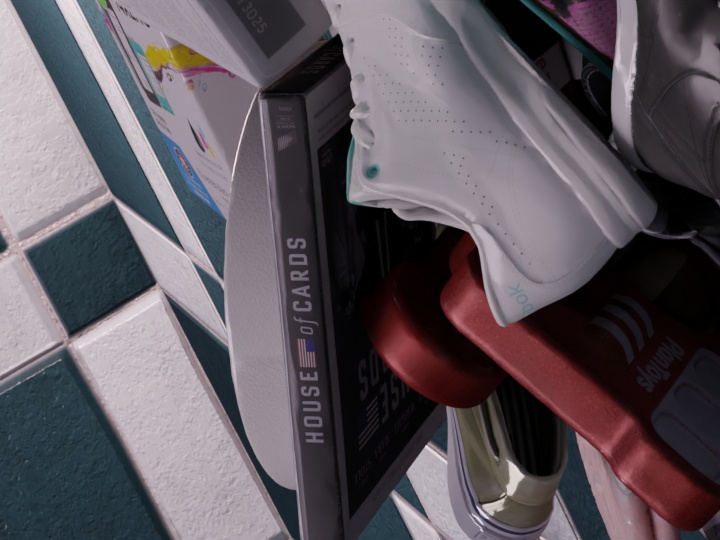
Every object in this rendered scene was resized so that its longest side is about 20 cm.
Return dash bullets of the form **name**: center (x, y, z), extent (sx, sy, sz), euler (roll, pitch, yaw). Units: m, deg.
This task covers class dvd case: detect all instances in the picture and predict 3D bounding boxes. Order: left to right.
- **dvd case**: center (0.000, 0.000, 1.167), extent (0.150, 0.025, 0.202), euler (-47, -45, -62)

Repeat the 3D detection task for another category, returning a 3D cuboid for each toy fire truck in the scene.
- **toy fire truck**: center (0.109, 0.020, 1.150), extent (0.168, 0.112, 0.200), euler (43, -155, 5)

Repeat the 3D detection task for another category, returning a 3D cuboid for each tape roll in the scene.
- **tape roll**: center (-0.011, -0.001, 1.232), extent (0.203, 0.037, 0.205), euler (0, -90, -72)

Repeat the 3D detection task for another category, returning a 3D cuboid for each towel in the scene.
- **towel**: center (0.117, 0.052, 1.336), extent (0.192, 0.032, 0.201), euler (73, -178, -52)

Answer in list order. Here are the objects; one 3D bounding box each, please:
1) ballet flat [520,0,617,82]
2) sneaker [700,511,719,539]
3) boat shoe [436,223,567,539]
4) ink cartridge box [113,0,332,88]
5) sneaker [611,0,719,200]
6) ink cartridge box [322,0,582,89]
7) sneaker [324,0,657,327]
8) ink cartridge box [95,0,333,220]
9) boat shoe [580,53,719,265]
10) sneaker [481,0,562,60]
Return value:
- **ballet flat**: center (0.058, -0.132, 0.989), extent (0.199, 0.071, 0.069), euler (29, -163, -30)
- **sneaker**: center (0.182, 0.107, 1.200), extent (0.200, 0.074, 0.082), euler (49, 167, 51)
- **boat shoe**: center (0.072, 0.041, 1.331), extent (0.062, 0.071, 0.201), euler (125, 145, -45)
- **ink cartridge box**: center (-0.107, -0.168, 1.121), extent (0.162, 0.050, 0.200), euler (53, 172, -32)
- **sneaker**: center (0.134, -0.098, 0.924), extent (0.099, 0.071, 0.201), euler (32, 147, 36)
- **ink cartridge box**: center (0.045, -0.112, 1.286), extent (0.200, 0.066, 0.116), euler (48, 164, 50)
- **sneaker**: center (0.019, -0.067, 1.035), extent (0.200, 0.088, 0.075), euler (51, -171, 24)
- **ink cartridge box**: center (-0.052, -0.144, 1.443), extent (0.201, 0.145, 0.147), euler (64, 169, -22)
- **boat shoe**: center (0.127, -0.045, 1.068), extent (0.200, 0.068, 0.072), euler (46, 163, 54)
- **sneaker**: center (0.036, -0.179, 1.085), extent (0.121, 0.083, 0.201), euler (48, 157, 31)
